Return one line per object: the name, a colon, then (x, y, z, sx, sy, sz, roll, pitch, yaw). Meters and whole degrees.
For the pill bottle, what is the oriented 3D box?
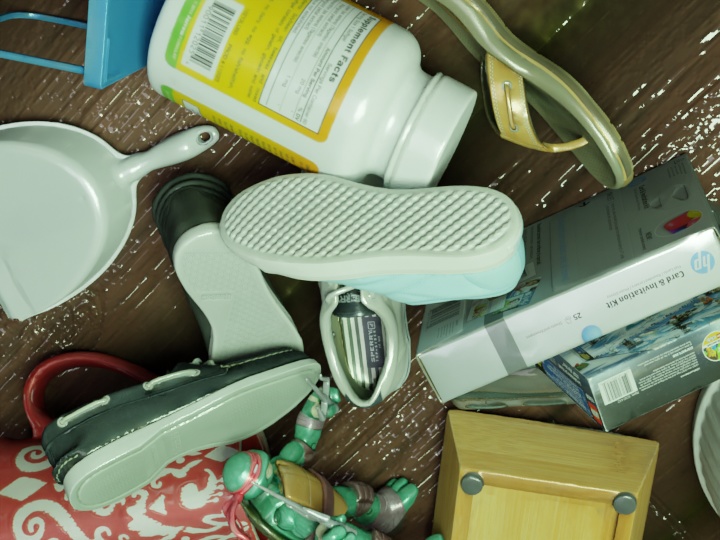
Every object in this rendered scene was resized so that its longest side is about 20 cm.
pill bottle: (-0.029, -0.124, 0.881, 0.199, 0.111, 0.112, 28, 111, 6)

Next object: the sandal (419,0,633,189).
sandal: (0.097, -0.120, 0.888, 0.200, 0.080, 0.054, 43, 88, -1)

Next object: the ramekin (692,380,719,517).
ramekin: (0.334, 0.135, 0.929, 0.198, 0.105, 0.203, 3, 110, 7)

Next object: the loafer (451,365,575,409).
loafer: (0.152, 0.067, 0.962, 0.198, 0.072, 0.063, -1, 129, 16)

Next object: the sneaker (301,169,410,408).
sneaker: (0.000, 0.000, 0.951, 0.072, 0.071, 0.202, -10, 105, 12)

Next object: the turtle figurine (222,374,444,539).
turtle figurine: (-0.028, 0.155, 0.945, 0.100, 0.151, 0.199, -33, 134, 26)

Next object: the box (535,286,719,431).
box: (0.215, 0.026, 0.862, 0.198, 0.137, 0.040, -23, 106, -4)

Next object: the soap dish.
soap dish: (0.128, 0.213, 0.999, 0.155, 0.081, 0.202, 8, 109, 6)

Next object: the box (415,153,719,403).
box: (0.137, 0.001, 0.887, 0.198, 0.156, 0.041, -26, 106, 15)

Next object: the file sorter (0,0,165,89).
file sorter: (-0.187, -0.238, 0.866, 0.121, 0.139, 0.202, 11, 110, 9)

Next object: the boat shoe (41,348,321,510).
boat shoe: (-0.122, 0.092, 0.929, 0.060, 0.198, 0.076, 52, 148, 29)

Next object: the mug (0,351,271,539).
mug: (-0.174, 0.156, 1.003, 0.198, 0.134, 0.179, -10, 109, 8)

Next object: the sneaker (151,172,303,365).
sneaker: (-0.094, 0.010, 0.977, 0.070, 0.100, 0.201, -20, 136, -2)

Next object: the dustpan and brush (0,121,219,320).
dustpan and brush: (-0.194, -0.060, 0.978, 0.198, 0.057, 0.141, -19, 106, 21)

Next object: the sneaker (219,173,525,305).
sneaker: (0.008, -0.008, 0.856, 0.198, 0.074, 0.082, 6, 146, 20)
